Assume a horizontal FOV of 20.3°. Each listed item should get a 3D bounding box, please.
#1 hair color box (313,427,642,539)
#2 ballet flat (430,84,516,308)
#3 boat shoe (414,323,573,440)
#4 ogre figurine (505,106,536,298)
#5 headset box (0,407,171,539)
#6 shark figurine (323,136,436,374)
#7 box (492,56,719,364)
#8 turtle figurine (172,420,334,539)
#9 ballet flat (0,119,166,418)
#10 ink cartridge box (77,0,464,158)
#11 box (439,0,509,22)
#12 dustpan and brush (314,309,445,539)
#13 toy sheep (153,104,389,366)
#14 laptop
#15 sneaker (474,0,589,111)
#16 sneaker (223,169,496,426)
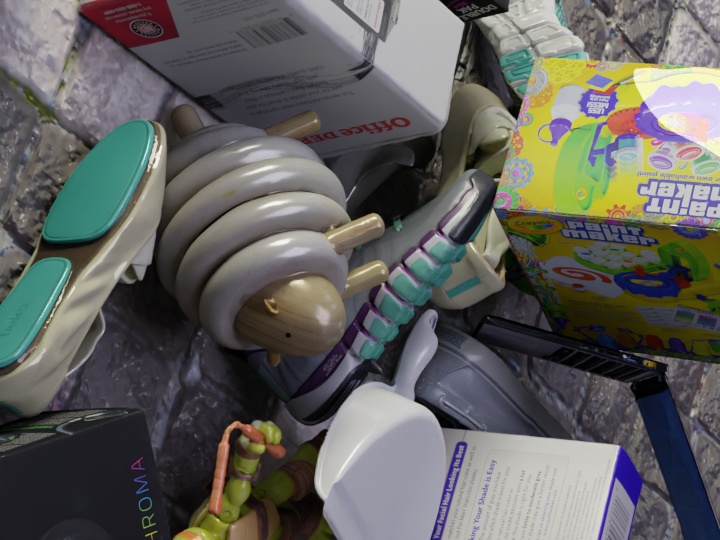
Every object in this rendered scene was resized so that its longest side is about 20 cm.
[{"bbox_3d":[0.075,0.167,1.328,0.065,0.200,0.109,55,46,-52],"label":"hair color box"},{"bbox_3d":[0.089,-0.060,1.395,0.069,0.069,0.200,46,42,-37],"label":"ballet flat"},{"bbox_3d":[0.094,0.116,1.477,0.072,0.070,0.201,-53,133,-11],"label":"boat shoe"},{"bbox_3d":[0.142,-0.040,1.524,0.120,0.098,0.200,51,14,-23],"label":"ogre figurine"},{"bbox_3d":[-0.201,0.181,1.082,0.200,0.093,0.174,-15,97,-50],"label":"headset box"},{"bbox_3d":[0.001,-0.045,1.360,0.128,0.089,0.215,47,50,-35],"label":"shark figurine"},{"bbox_3d":[0.217,-0.035,1.341,0.193,0.200,0.122,58,44,-56],"label":"box"},{"bbox_3d":[-0.072,0.166,1.257,0.161,0.064,0.200,-20,125,-53],"label":"turtle figurine"},{"bbox_3d":[-0.162,0.002,1.176,0.069,0.069,0.200,51,56,-34],"label":"ballet flat"},{"bbox_3d":[-0.051,-0.157,1.261,0.200,0.145,0.084,36,57,-42],"label":"ink cartridge box"},{"bbox_3d":[-0.007,-0.251,1.322,0.200,0.148,0.125,28,64,-46],"label":"box"},{"bbox_3d":[0.022,0.105,1.280,0.200,0.057,0.140,-58,142,-29],"label":"dustpan and brush"},{"bbox_3d":[-0.066,-0.027,1.234,0.138,0.138,0.200,17,33,-48],"label":"toy sheep"},{"bbox_3d":[0.164,0.117,1.414,0.187,0.200,0.116,83,22,-84],"label":"laptop"},{"bbox_3d":[0.129,-0.163,1.506,0.200,0.077,0.091,-98,169,-47],"label":"sneaker"},{"bbox_3d":[0.000,0.000,1.288,0.200,0.088,0.074,-51,170,-2],"label":"sneaker"}]
